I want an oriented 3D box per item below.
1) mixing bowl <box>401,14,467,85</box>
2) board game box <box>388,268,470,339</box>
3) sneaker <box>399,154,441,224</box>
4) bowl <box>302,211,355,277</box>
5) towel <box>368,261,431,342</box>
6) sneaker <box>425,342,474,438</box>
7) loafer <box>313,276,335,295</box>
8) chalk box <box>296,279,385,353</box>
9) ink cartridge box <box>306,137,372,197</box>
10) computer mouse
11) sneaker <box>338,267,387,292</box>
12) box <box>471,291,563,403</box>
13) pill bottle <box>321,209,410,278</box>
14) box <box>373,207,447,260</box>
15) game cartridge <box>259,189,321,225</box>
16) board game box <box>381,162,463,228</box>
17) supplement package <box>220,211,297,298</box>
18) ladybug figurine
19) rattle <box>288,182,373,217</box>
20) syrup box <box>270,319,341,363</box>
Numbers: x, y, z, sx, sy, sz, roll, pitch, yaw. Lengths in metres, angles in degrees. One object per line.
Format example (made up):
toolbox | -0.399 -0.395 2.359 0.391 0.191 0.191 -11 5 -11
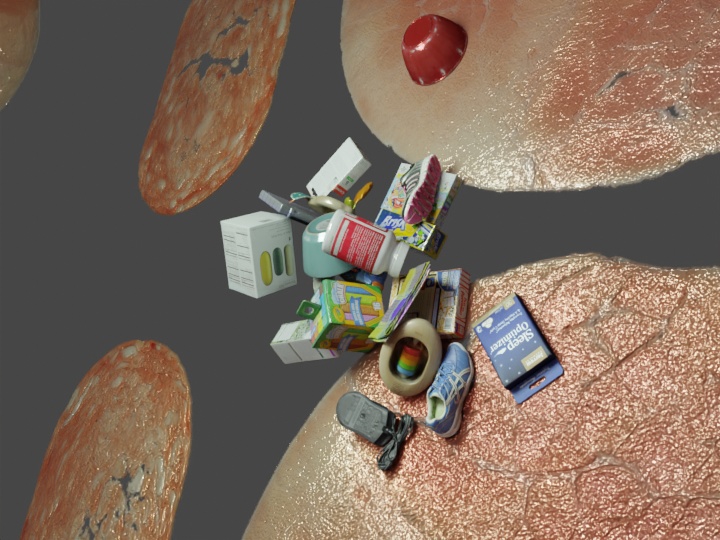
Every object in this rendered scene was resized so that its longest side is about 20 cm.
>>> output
mixing bowl | 0.188 -0.636 1.763 0.198 0.108 0.204 -19 58 34
board game box | 0.155 0.082 1.475 0.197 0.046 0.155 -6 66 41
sneaker | 0.135 -0.196 1.560 0.086 0.074 0.203 -7 54 44
bowl | -0.075 -0.080 1.656 0.197 0.106 0.202 -16 29 9
towel | 0.089 0.072 1.418 0.202 0.023 0.144 -57 7 -11
sneaker | 0.188 0.249 1.339 0.075 0.077 0.204 -5 64 42
loafer | -0.102 0.025 1.721 0.202 0.069 0.070 -94 23 -44
chalk box | -0.053 0.110 1.518 0.125 0.196 0.126 125 144 -47
ink cartridge box | -0.065 -0.281 1.856 0.200 0.050 0.110 -46 46 17
computer mouse | 0.027 0.356 1.456 0.198 0.053 0.140 28 87 34
sneaker | 0.000 0.000 1.651 0.198 0.075 0.079 22 72 40
box | 0.320 0.157 1.299 0.121 0.032 0.202 -40 49 20
pill bottle | 0.015 -0.060 1.517 0.197 0.112 0.114 23 83 4
box | 0.119 -0.094 1.584 0.198 0.064 0.071 25 86 45
game cartridge | -0.181 -0.165 1.795 0.129 0.198 0.039 42 106 45
board game box | 0.155 -0.195 1.623 0.198 0.034 0.136 22 84 46
supplement package | -0.290 -0.050 1.811 0.149 0.150 0.204 13 114 44
ladybug figurine | 0.113 0.191 1.407 0.134 0.072 0.203 25 115 7
rattle | -0.085 -0.218 1.750 0.197 0.130 0.145 24 95 17
syrup box | -0.132 0.182 1.644 0.197 0.082 0.079 -12 34 37
